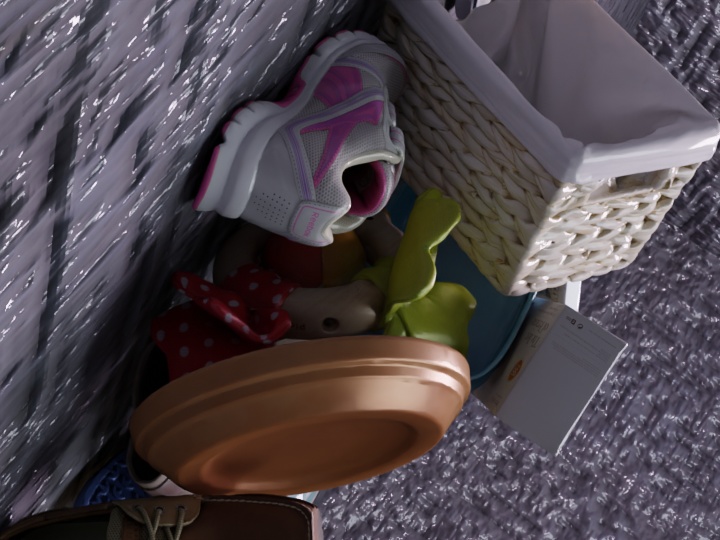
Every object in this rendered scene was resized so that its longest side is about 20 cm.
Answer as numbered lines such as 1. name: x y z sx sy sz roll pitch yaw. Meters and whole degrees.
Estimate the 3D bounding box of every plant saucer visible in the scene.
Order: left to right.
1. plant saucer: -0.032 0.091 0.854 0.200 0.198 0.038 107 -25 -65

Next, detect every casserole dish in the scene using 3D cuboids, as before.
1. casserole dish: 0.060 0.006 0.987 0.039 0.120 0.201 87 26 -51

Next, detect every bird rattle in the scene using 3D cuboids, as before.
1. bird rattle: -0.031 0.014 0.916 0.163 0.198 0.114 -110 -173 -61

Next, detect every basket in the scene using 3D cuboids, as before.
1. basket: 0.104 -0.096 0.949 0.135 0.200 0.124 -12 140 -35

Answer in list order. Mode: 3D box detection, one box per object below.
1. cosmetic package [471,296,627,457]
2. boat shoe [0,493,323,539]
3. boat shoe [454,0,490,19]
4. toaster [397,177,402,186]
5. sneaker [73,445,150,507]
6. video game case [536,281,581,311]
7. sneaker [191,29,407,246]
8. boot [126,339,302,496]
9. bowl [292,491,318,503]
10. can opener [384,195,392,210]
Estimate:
1. cosmetic package: 0.115 0.063 0.986 0.083 0.050 0.200 -59 -178 -1
2. boat shoe: -0.121 0.165 0.850 0.074 0.198 0.076 51 31 -64
3. boat shoe: 0.138 -0.247 1.122 0.075 0.086 0.203 -50 169 -41
4. toaster: 0.019 -0.010 1.211 0.201 0.118 0.181 -61 171 22
5. sneaker: -0.138 0.147 1.036 0.078 0.070 0.200 -37 177 38
6. video game case: 0.127 -0.071 1.267 0.024 0.182 0.202 -11 115 -31
7. sneaker: -0.014 -0.069 0.863 0.200 0.088 0.082 -49 169 -49
8. boot: -0.090 0.059 0.976 0.146 0.070 0.202 19 75 -62
9. bowl: -0.107 0.211 1.374 0.202 0.105 0.201 -57 173 -11
10. can opener: 0.000 0.000 1.071 0.079 0.063 0.202 -74 162 -53
